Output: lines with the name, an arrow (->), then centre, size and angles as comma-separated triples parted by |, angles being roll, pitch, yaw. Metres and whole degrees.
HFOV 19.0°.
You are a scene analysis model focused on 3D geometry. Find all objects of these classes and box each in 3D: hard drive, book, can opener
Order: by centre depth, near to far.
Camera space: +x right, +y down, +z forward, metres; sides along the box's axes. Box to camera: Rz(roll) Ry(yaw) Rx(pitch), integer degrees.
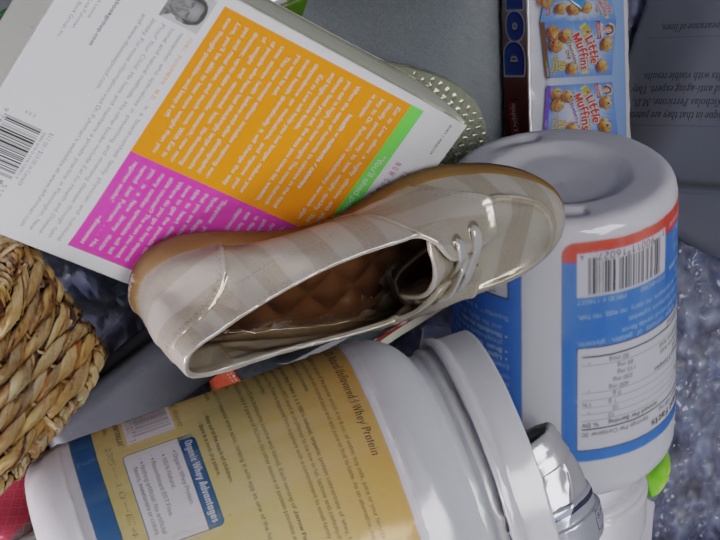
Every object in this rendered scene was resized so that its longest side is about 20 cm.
book -> -0.069, -0.053, 0.898 | 0.200, 0.048, 0.134 | 24, 105, -40
can opener -> -0.075, 0.009, 1.006 | 0.200, 0.053, 0.067 | -37, 105, 1
hard drive -> 0.028, -0.146, 1.112 | 0.200, 0.033, 0.140 | 22, 82, -34

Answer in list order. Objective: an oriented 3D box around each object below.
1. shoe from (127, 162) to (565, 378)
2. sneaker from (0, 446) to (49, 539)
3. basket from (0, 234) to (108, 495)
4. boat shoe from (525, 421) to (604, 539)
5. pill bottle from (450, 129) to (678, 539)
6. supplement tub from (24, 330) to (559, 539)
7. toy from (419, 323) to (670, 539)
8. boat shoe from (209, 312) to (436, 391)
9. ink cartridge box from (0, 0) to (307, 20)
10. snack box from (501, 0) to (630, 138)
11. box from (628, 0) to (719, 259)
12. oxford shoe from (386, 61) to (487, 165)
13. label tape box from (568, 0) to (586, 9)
shoe -> 0.002, 0.004, 0.918 | 0.199, 0.053, 0.070 | -13, 129, -18
sneaker -> -0.131, 0.156, 0.998 | 0.074, 0.087, 0.201 | -32, 111, -29
basket -> -0.225, 0.040, 0.888 | 0.200, 0.143, 0.149 | -43, 117, -24
boat shoe -> 0.013, 0.127, 1.022 | 0.199, 0.074, 0.067 | -22, 102, 3
pill bottle -> 0.100, 0.041, 1.059 | 0.112, 0.112, 0.201 | -21, 124, -31
supplement tub -> -0.028, 0.115, 0.909 | 0.199, 0.145, 0.145 | -19, 107, -7
toy -> 0.087, 0.098, 1.168 | 0.199, 0.047, 0.116 | 11, 85, -38
boat shoe -> 0.000, 0.000, 1.085 | 0.200, 0.071, 0.063 | -41, 120, -18
ink cartridge box -> -0.145, -0.130, 0.934 | 0.199, 0.076, 0.148 | -26, 79, -16
snack box -> 0.108, -0.152, 1.131 | 0.072, 0.024, 0.201 | -7, 98, -35
box -> 0.270, -0.065, 1.186 | 0.199, 0.200, 0.131 | 25, 80, -34
oxford shoe -> -0.030, -0.058, 1.058 | 0.199, 0.058, 0.076 | -12, 86, -25
label tape box -> 0.035, -0.219, 1.003 | 0.200, 0.063, 0.145 | 38, 57, -16
